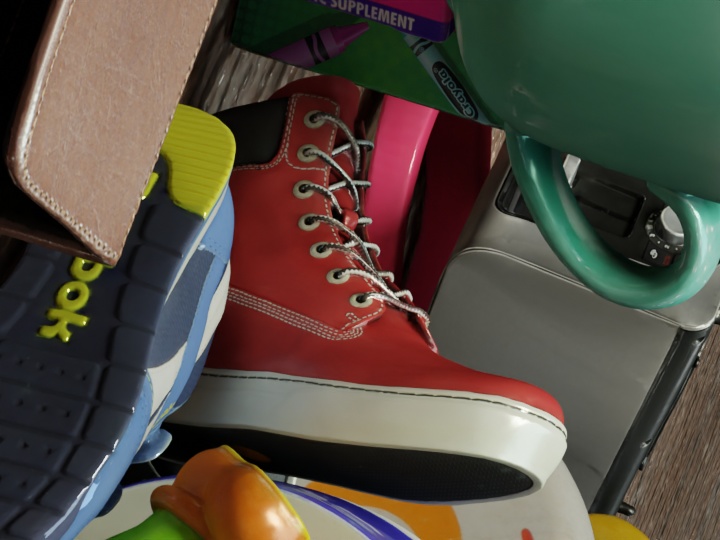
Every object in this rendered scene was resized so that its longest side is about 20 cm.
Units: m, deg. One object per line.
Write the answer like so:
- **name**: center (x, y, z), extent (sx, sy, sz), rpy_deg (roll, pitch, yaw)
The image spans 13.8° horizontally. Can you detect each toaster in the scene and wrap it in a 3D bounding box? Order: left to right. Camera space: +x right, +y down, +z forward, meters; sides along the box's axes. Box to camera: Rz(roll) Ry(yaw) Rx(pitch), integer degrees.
- **toaster**: center (0.104, -0.002, 1.304), extent (0.200, 0.118, 0.181), rpy_deg (109, 7, -51)

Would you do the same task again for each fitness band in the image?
- **fitness band**: center (0.022, -0.020, 1.349), extent (0.200, 0.037, 0.144), rpy_deg (90, 20, -50)

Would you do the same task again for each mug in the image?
- **mug**: center (0.089, -0.095, 0.969), extent (0.152, 0.114, 0.186), rpy_deg (53, 57, -71)

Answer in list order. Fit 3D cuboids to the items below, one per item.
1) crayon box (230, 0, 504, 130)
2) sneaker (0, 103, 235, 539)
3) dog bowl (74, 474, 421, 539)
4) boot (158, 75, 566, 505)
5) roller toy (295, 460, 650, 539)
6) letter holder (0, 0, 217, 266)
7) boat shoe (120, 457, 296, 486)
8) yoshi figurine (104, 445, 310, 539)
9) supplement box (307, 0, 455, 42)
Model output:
- **crayon box**: center (0.042, -0.111, 1.158), extent (0.200, 0.118, 0.059), rpy_deg (-32, 138, -67)
- **sneaker**: center (-0.091, 0.038, 0.942), extent (0.082, 0.074, 0.200), rpy_deg (92, 22, -50)
- **dog bowl**: center (-0.045, 0.169, 0.999), extent (0.079, 0.199, 0.201), rpy_deg (32, 76, -72)
- **boot**: center (0.000, 0.000, 1.013), extent (0.072, 0.199, 0.145), rpy_deg (36, 69, -45)
- **roller toy**: center (0.005, 0.140, 1.172), extent (0.200, 0.182, 0.140), rpy_deg (-48, 157, -19)
- **letter holder**: center (-0.089, -0.125, 0.726), extent (0.142, 0.100, 0.201), rpy_deg (52, 57, -69)
- **boat shoe**: center (-0.060, 0.075, 1.097), extent (0.060, 0.075, 0.201), rpy_deg (83, 16, -61)
- **yoshi figurine**: center (-0.091, 0.147, 0.884), extent (0.200, 0.113, 0.112), rpy_deg (-35, 171, -14)
- **supplement box**: center (0.010, -0.194, 0.990), extent (0.103, 0.101, 0.201), rpy_deg (-52, 153, -51)
